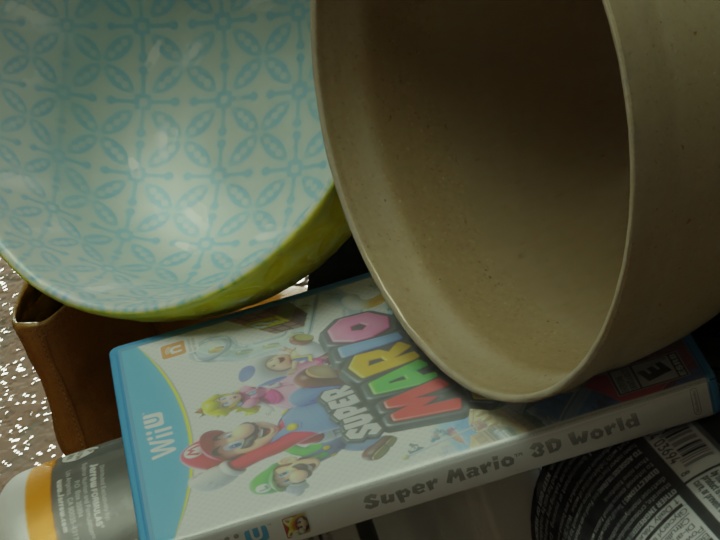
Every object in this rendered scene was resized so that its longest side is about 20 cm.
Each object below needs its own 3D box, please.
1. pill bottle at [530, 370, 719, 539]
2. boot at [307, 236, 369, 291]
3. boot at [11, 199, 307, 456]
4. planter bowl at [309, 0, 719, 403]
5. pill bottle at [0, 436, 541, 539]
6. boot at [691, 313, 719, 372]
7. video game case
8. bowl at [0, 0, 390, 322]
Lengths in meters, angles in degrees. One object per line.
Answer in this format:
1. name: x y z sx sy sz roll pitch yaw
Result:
1. pill bottle: 0.136 0.117 0.819 0.106 0.106 0.200 -24 28 -7
2. boot: 0.000 0.000 1.111 0.073 0.151 0.200 11 -14 -17
3. boot: -0.078 0.017 1.111 0.071 0.144 0.201 -4 31 27
4. planter bowl: 0.088 -0.066 0.845 0.135 0.200 0.200 -12 21 -27
5. pill bottle: -0.027 0.103 0.948 0.200 0.116 0.116 -19 27 3
6. boot: 0.158 -0.058 0.966 0.066 0.200 0.165 6 1 21
7. video game case: 0.013 0.039 0.895 0.200 0.018 0.143 -17 29 -2
8. bowl: -0.052 -0.069 1.008 0.200 0.108 0.200 -8 73 29
